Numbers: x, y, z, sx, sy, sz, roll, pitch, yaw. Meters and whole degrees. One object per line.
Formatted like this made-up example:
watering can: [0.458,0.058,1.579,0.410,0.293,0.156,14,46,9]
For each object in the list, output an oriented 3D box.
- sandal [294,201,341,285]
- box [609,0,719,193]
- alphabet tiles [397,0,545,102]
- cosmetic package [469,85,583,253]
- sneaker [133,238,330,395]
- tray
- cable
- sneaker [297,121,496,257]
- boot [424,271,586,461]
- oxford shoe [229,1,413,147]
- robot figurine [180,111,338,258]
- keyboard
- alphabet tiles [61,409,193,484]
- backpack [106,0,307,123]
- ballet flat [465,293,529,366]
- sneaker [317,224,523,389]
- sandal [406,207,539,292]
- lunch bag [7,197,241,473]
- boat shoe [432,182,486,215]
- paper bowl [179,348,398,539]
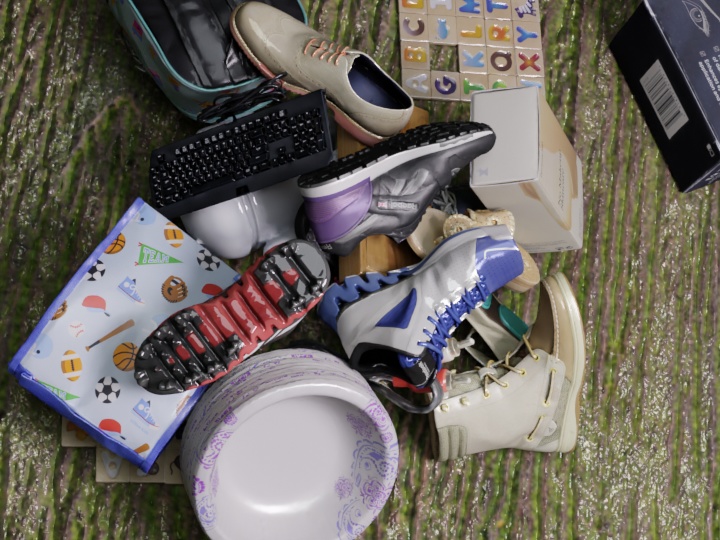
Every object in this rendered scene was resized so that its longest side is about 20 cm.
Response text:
sandal: [0.000,0.000,1.524,0.200,0.045,0.075,46,60,-26]
box: [0.415,-0.219,1.691,0.198,0.118,0.198,-20,78,-17]
alphabet tiles: [0.121,-0.280,1.699,0.165,0.008,0.202,2,73,-13]
cosmetic package: [0.171,-0.098,1.548,0.070,0.200,0.106,-5,72,19]
sneaker: [-0.114,0.049,1.382,0.200,0.098,0.071,-35,84,-6]
tray: [0.025,-0.076,1.508,0.098,0.037,0.202,16,63,-38]
cable: [0.016,0.100,1.492,0.198,0.050,0.098,-13,75,28]
sneaker: [0.040,-0.077,1.438,0.198,0.076,0.088,-21,109,-14]
boot: [0.138,0.099,1.495,0.153,0.202,0.072,-5,31,-6]
oxford shoe: [-0.032,-0.201,1.455,0.199,0.074,0.071,32,61,-8]
robot figurine: [-0.100,-0.084,1.527,0.199,0.113,0.170,-26,65,-20]
keyboard: [-0.122,-0.123,1.437,0.198,0.040,0.105,-17,69,22]
alphabet tiles: [-0.208,0.109,1.498,0.164,0.006,0.202,3,72,-13]
backpack: [-0.149,-0.250,1.546,0.175,0.154,0.201,-27,70,-20]
ballet flat: [0.118,0.046,1.553,0.069,0.069,0.200,-44,100,-22]
sneaker: [0.066,0.047,1.418,0.198,0.081,0.116,-22,54,3]
sandal: [0.129,-0.035,1.514,0.211,0.069,0.078,19,43,-49]
lunch bag: [-0.212,0.068,1.442,0.169,0.124,0.201,35,60,-1]
boat shoe: [0.068,-0.055,1.585,0.198,0.062,0.076,-10,75,-16]
paper bowl: [-0.072,0.167,1.429,0.198,0.104,0.203,-10,120,-17]
